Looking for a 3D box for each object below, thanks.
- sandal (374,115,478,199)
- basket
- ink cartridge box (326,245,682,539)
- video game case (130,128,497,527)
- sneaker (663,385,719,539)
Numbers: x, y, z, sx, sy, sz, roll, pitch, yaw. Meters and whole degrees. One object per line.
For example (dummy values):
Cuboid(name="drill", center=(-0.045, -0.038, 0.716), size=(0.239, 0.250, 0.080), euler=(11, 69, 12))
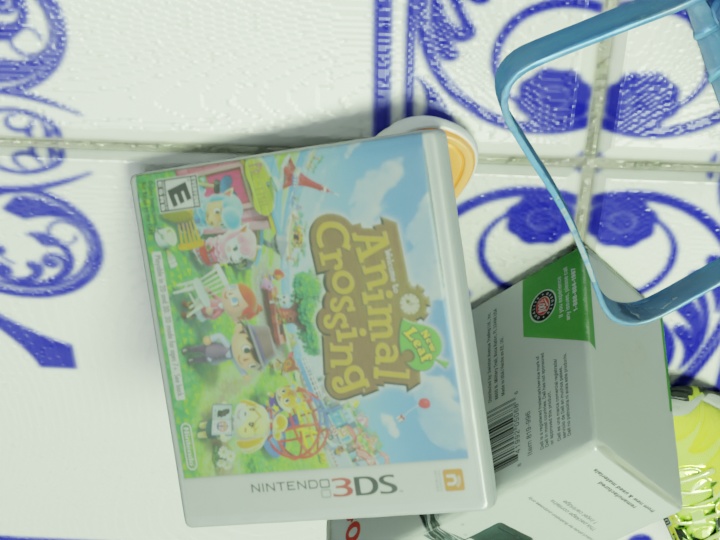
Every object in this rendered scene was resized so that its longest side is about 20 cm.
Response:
Cuboid(name="sandal", center=(-0.007, -0.004, 0.888), size=(0.079, 0.060, 0.207), euler=(23, 133, -18))
Cuboid(name="basket", center=(0.178, -0.072, 0.745), size=(0.199, 0.140, 0.177), euler=(-24, 131, 13))
Cuboid(name="ink cartridge box", center=(0.079, 0.101, 0.928), size=(0.199, 0.147, 0.083), euler=(-31, 128, 33))
Cuboid(name="video game case", center=(-0.027, 0.035, 0.858), size=(0.181, 0.022, 0.202), euler=(-7, 95, 21))
Cuboid(name="sneaker", center=(0.225, 0.148, 1.015), size=(0.075, 0.077, 0.200), euler=(-19, 130, 25))
